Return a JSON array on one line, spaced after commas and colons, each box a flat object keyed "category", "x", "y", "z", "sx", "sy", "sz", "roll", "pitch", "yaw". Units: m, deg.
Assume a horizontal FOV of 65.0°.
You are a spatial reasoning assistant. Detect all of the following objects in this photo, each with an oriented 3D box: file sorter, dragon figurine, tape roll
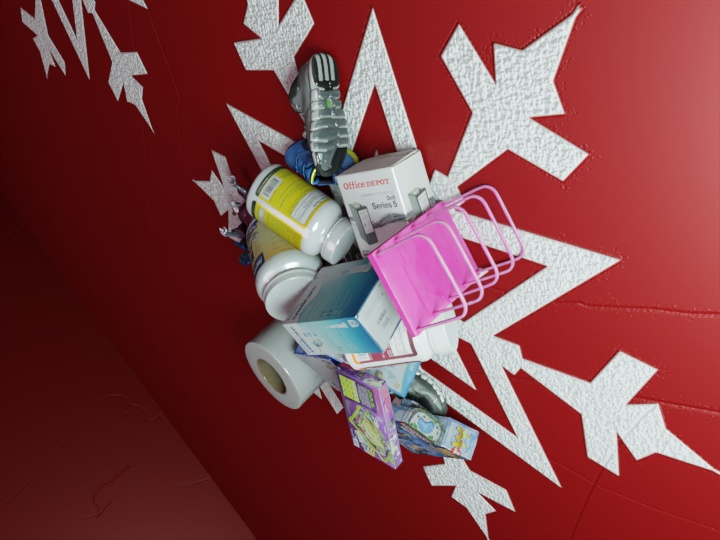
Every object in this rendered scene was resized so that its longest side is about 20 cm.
[{"category": "file sorter", "x": 0.138, "y": -0.022, "z": 0.843, "sx": 0.124, "sy": 0.199, "sz": 0.141, "roll": -22, "pitch": 100, "yaw": 49}, {"category": "dragon figurine", "x": -0.268, "y": -0.052, "z": 1.358, "sx": 0.197, "sy": 0.099, "sz": 0.060, "roll": 15, "pitch": 128, "yaw": 42}, {"category": "tape roll", "x": -0.172, "y": 0.218, "z": 1.400, "sx": 0.201, "sy": 0.139, "sz": 0.206, "roll": 32, "pitch": 144, "yaw": 28}]

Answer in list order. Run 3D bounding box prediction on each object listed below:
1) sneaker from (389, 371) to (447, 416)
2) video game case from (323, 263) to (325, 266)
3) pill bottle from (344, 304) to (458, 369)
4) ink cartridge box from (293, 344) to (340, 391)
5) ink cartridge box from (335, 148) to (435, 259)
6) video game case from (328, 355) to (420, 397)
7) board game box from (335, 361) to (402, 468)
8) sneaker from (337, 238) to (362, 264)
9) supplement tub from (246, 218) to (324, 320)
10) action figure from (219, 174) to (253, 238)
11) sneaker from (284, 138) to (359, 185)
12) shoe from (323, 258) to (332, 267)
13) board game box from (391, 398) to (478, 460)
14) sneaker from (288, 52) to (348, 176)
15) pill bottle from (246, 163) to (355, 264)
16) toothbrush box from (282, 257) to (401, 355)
[{"category": "sneaker", "x": 0.092, "y": 0.239, "z": 1.174, "sx": 0.200, "sy": 0.090, "sz": 0.067, "roll": 47, "pitch": 143, "yaw": 12}, {"category": "video game case", "x": -0.105, "y": 0.062, "z": 1.326, "sx": 0.141, "sy": 0.019, "sz": 0.204, "roll": 23, "pitch": 133, "yaw": 37}, {"category": "pill bottle", "x": 0.072, "y": 0.113, "z": 1.035, "sx": 0.195, "sy": 0.115, "sz": 0.117, "roll": -11, "pitch": 111, "yaw": 22}, {"category": "ink cartridge box", "x": -0.054, "y": 0.196, "z": 1.257, "sx": 0.135, "sy": 0.077, "sz": 0.200, "roll": 0, "pitch": 144, "yaw": 47}, {"category": "ink cartridge box", "x": 0.057, "y": -0.091, "z": 0.975, "sx": 0.144, "sy": 0.083, "sz": 0.204, "roll": 1, "pitch": 117, "yaw": 47}, {"category": "video game case", "x": 0.031, "y": 0.143, "z": 1.128, "sx": 0.197, "sy": 0.018, "sz": 0.146, "roll": 26, "pitch": 101, "yaw": 10}, {"category": "board game box", "x": 0.017, "y": 0.284, "z": 1.105, "sx": 0.119, "sy": 0.032, "sz": 0.204, "roll": 20, "pitch": 130, "yaw": 44}, {"category": "sneaker", "x": 0.000, "y": 0.000, "z": 1.116, "sx": 0.200, "sy": 0.074, "sz": 0.081, "roll": 47, "pitch": 142, "yaw": 11}, {"category": "supplement tub", "x": -0.149, "y": -0.015, "z": 1.138, "sx": 0.147, "sy": 0.141, "sz": 0.203, "roll": 101, "pitch": 156, "yaw": -44}, {"category": "action figure", "x": -0.242, "y": -0.132, "z": 1.298, "sx": 0.199, "sy": 0.146, "sz": 0.137, "roll": 26, "pitch": 103, "yaw": 57}, {"category": "sneaker", "x": -0.092, "y": -0.202, "z": 1.068, "sx": 0.197, "sy": 0.078, "sz": 0.067, "roll": 20, "pitch": 133, "yaw": 40}, {"category": "shoe", "x": -0.032, "y": 0.038, "z": 1.182, "sx": 0.053, "sy": 0.070, "sz": 0.203, "roll": -15, "pitch": 108, "yaw": 43}, {"category": "board game box", "x": 0.129, "y": 0.320, "z": 1.149, "sx": 0.197, "sy": 0.063, "sz": 0.199, "roll": -6, "pitch": 140, "yaw": 48}, {"category": "sneaker", "x": -0.081, "y": -0.269, "z": 1.003, "sx": 0.114, "sy": 0.074, "sz": 0.206, "roll": 9, "pitch": 102, "yaw": 55}, {"category": "pill bottle", "x": -0.106, "y": -0.101, "z": 1.050, "sx": 0.198, "sy": 0.112, "sz": 0.114, "roll": 35, "pitch": 139, "yaw": 14}, {"category": "toothbrush box", "x": -0.019, "y": 0.061, "z": 0.967, "sx": 0.197, "sy": 0.148, "sz": 0.086, "roll": -10, "pitch": 127, "yaw": 45}]
